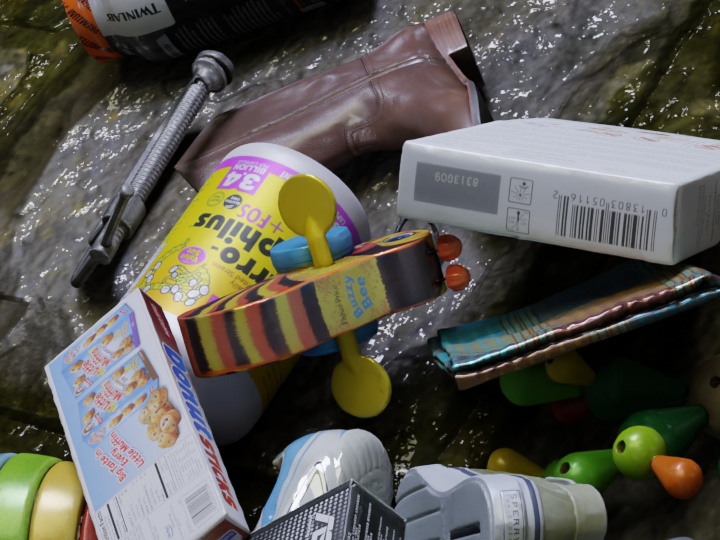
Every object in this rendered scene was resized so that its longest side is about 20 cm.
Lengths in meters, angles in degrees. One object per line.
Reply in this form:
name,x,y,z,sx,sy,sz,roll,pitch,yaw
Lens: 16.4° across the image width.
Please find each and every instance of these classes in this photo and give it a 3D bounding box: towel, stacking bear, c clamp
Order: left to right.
stacking bear,-0.159,0.156,1.344,0.199,0.121,0.114,0,84,12
c clamp,-0.126,-0.066,1.555,0.171,0.027,0.200,-52,9,50
towel,0.108,0.024,1.305,0.146,0.022,0.200,-20,2,0

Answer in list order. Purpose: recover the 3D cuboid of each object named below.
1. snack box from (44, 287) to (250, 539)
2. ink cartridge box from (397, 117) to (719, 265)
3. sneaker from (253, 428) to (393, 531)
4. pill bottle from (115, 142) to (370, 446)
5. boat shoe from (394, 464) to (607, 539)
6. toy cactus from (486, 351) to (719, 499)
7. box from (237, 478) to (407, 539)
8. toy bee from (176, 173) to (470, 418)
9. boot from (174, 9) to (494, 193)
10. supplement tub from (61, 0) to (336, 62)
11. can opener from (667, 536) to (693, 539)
snack box,-0.114,0.090,1.295,0.072,0.024,0.200,-40,37,10
ink cartridge box,0.133,-0.049,1.387,0.160,0.047,0.200,10,11,25
sneaker,-0.031,0.170,1.295,0.072,0.072,0.200,-20,38,33
pill bottle,-0.082,0.029,1.438,0.104,0.104,0.200,9,53,35
boat shoe,0.064,0.133,1.237,0.062,0.072,0.200,3,-5,-14
toy cactus,0.166,0.088,1.267,0.165,0.103,0.200,-27,29,-31
box,-0.069,0.219,1.177,0.193,0.047,0.200,-32,33,36
toy bee,0.000,0.000,1.373,0.109,0.131,0.200,-7,35,49
boot,-0.013,-0.065,1.533,0.199,0.064,0.187,-22,35,7
supplement tub,-0.100,-0.217,1.691,0.199,0.123,0.123,-19,41,10
can opener,0.083,0.175,1.197,0.199,0.067,0.054,-21,78,26
